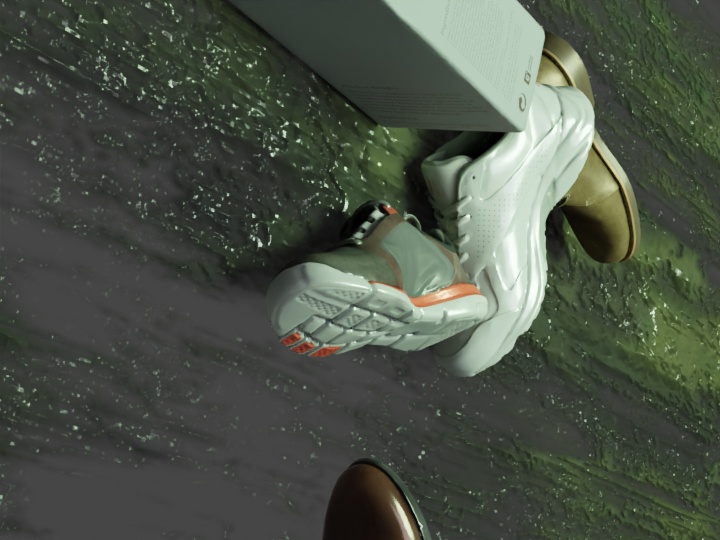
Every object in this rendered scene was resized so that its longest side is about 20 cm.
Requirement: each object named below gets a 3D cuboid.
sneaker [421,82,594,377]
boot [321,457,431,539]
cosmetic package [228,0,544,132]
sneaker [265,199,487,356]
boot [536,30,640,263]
[{"bbox_3d":[0.072,-0.034,1.336,0.099,0.078,0.200,18,86,-32],"label":"sneaker"},{"bbox_3d":[-0.043,0.212,1.179,0.200,0.068,0.189,-9,109,-53],"label":"boot"},{"bbox_3d":[0.018,-0.145,1.180,0.200,0.102,0.074,38,61,-58],"label":"cosmetic package"},{"bbox_3d":[0.000,0.000,1.220,0.200,0.077,0.082,10,58,-62],"label":"sneaker"},{"bbox_3d":[0.133,-0.067,1.447,0.075,0.074,0.200,-48,132,-22],"label":"boot"}]
